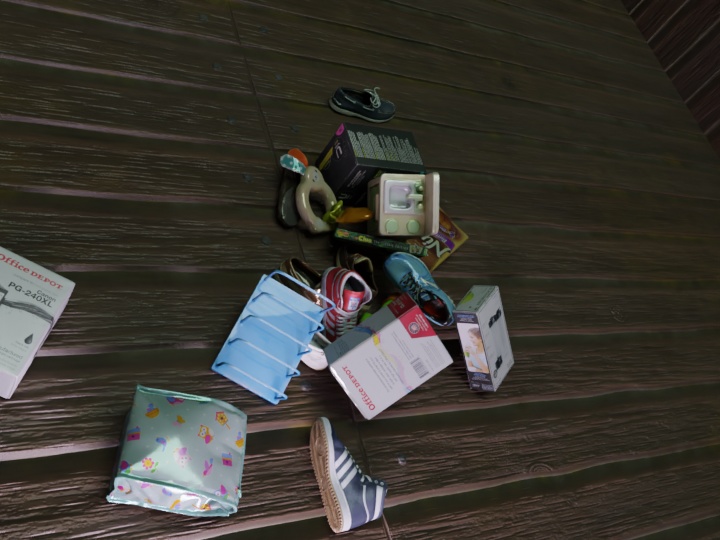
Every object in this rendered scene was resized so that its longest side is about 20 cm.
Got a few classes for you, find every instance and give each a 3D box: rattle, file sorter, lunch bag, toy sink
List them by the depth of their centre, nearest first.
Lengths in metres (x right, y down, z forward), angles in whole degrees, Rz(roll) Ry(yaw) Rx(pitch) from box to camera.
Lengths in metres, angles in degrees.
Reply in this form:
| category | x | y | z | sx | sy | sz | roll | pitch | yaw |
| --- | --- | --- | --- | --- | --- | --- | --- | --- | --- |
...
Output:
| category | x | y | z | sx | sy | sz | roll | pitch | yaw |
| --- | --- | --- | --- | --- | --- | --- | --- | --- | --- |
| lunch bag | -0.280 | 0.290 | 1.251 | 0.199 | 0.122 | 0.171 | 15 | 49 | -17 |
| file sorter | -0.151 | 0.117 | 1.415 | 0.139 | 0.123 | 0.200 | 31 | 72 | -12 |
| toy sink | 0.084 | -0.136 | 1.688 | 0.112 | 0.200 | 0.131 | 0 | 90 | -14 |
| rattle | -0.077 | -0.187 | 1.709 | 0.130 | 0.143 | 0.201 | -13 | 89 | -38 |

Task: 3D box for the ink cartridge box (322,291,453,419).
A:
| category | x | y | z | sx | sy | sz | roll | pitch | yaw |
| --- | --- | --- | --- | --- | --- | --- | --- | --- | --- |
| ink cartridge box | 0.050 | 0.160 | 1.492 | 0.146 | 0.200 | 0.083 | 57 | -1 | -23 |

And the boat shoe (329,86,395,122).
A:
| category | x | y | z | sx | sy | sz | roll | pitch | yaw |
| --- | --- | --- | --- | --- | --- | --- | --- | --- | --- |
| boat shoe | 0.015 | -0.438 | 2.050 | 0.199 | 0.062 | 0.075 | 7 | 52 | -31 |

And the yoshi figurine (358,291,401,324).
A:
| category | x | y | z | sx | sy | sz | roll | pitch | yaw |
| --- | --- | --- | --- | --- | --- | --- | --- | --- | --- |
| yoshi figurine | 0.053 | 0.135 | 1.638 | 0.200 | 0.112 | 0.112 | -54 | 135 | -59 |

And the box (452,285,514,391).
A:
| category | x | y | z | sx | sy | sz | roll | pitch | yaw |
| --- | --- | --- | --- | --- | --- | --- | --- | --- | --- |
| box | 0.267 | 0.145 | 1.703 | 0.117 | 0.060 | 0.201 | -44 | 127 | -45 |

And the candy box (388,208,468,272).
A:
| category | x | y | z | sx | sy | sz | roll | pitch | yaw |
| --- | --- | --- | --- | --- | --- | --- | --- | --- | --- |
| candy box | 0.160 | -0.066 | 1.872 | 0.117 | 0.056 | 0.200 | 46 | 46 | 4 |

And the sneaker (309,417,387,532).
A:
| category | x | y | z | sx | sy | sz | roll | pitch | yaw |
| --- | --- | --- | --- | --- | --- | --- | --- | --- | --- |
| sneaker | -0.020 | 0.357 | 1.412 | 0.108 | 0.070 | 0.201 | -2 | 66 | -30 |

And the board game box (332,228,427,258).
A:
| category | x | y | z | sx | sy | sz | roll | pitch | yaw |
| --- | --- | --- | --- | --- | --- | --- | --- | --- | --- |
| board game box | 0.040 | -0.058 | 1.716 | 0.199 | 0.105 | 0.024 | 12 | 85 | -5 |

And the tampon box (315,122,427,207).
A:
| category | x | y | z | sx | sy | sz | roll | pitch | yaw |
| --- | --- | --- | --- | --- | --- | --- | --- | --- | --- |
| tampon box | 0.023 | -0.241 | 1.842 | 0.199 | 0.150 | 0.127 | 2 | 57 | -34 |

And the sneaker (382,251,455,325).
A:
| category | x | y | z | sx | sy | sz | roll | pitch | yaw |
| --- | --- | --- | --- | --- | --- | --- | --- | --- | --- |
| sneaker | 0.129 | 0.039 | 1.650 | 0.200 | 0.078 | 0.090 | 43 | 8 | -5 |

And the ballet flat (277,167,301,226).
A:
| category | x | y | z | sx | sy | sz | roll | pitch | yaw |
| --- | --- | --- | --- | --- | --- | --- | --- | --- | --- |
| ballet flat | -0.156 | -0.177 | 1.752 | 0.067 | 0.046 | 0.201 | 35 | 46 | -39 |

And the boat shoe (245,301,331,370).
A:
| category | x | y | z | sx | sy | sz | roll | pitch | yaw |
| --- | --- | --- | --- | --- | --- | --- | --- | --- | --- |
| boat shoe | -0.129 | 0.108 | 1.528 | 0.200 | 0.069 | 0.071 | 36 | 44 | -7 |

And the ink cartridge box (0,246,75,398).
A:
| category | x | y | z | sx | sy | sz | roll | pitch | yaw |
| --- | --- | --- | --- | --- | --- | --- | --- | --- | --- |
| ink cartridge box | -0.565 | 0.075 | 1.241 | 0.145 | 0.083 | 0.200 | 28 | 46 | -14 |

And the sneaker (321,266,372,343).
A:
| category | x | y | z | sx | sy | sz | roll | pitch | yaw |
| --- | --- | --- | --- | --- | --- | --- | --- | --- | --- |
| sneaker | -0.025 | 0.093 | 1.534 | 0.071 | 0.112 | 0.201 | -10 | 94 | -27 |

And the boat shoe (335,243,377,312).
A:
| category | x | y | z | sx | sy | sz | roll | pitch | yaw |
| --- | --- | --- | --- | --- | --- | --- | --- | --- | --- |
| boat shoe | 0.000 | 0.000 | 1.674 | 0.072 | 0.072 | 0.200 | 25 | 30 | -25 |

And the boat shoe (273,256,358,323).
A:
| category | x | y | z | sx | sy | sz | roll | pitch | yaw |
| --- | --- | --- | --- | --- | --- | --- | --- | --- | --- |
| boat shoe | -0.085 | 0.048 | 1.603 | 0.200 | 0.072 | 0.076 | 36 | 45 | -6 |
